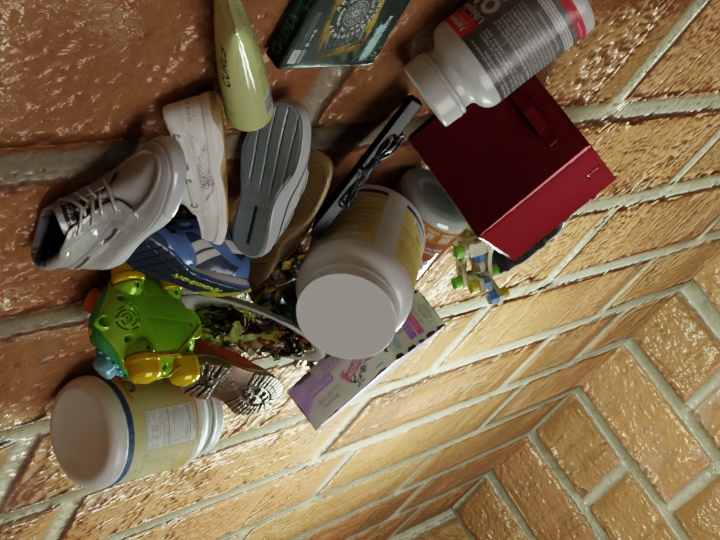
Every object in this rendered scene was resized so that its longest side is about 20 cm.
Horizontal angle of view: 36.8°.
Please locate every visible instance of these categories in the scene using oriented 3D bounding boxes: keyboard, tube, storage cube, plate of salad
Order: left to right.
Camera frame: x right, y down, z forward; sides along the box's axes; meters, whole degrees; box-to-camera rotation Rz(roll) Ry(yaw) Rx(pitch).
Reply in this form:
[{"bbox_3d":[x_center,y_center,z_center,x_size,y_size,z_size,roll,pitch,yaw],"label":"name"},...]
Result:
[{"bbox_3d":[-0.113,-0.198,0.992,0.052,0.058,0.200,-55,169,-18],"label":"tube"},{"bbox_3d":[-0.141,0.082,1.361,0.200,0.198,0.049,75,34,-67],"label":"plate of salad"},{"bbox_3d":[0.007,-0.118,1.266,0.201,0.021,0.127,-52,-171,13],"label":"keyboard"},{"bbox_3d":[0.202,-0.144,1.416,0.179,0.172,0.200,-39,159,12],"label":"storage cube"}]

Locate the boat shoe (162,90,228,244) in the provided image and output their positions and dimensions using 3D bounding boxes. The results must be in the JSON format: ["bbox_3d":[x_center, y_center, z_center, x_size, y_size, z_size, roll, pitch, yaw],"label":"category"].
[{"bbox_3d":[-0.171,-0.101,1.105,0.068,0.071,0.201,-6,141,-9],"label":"boat shoe"}]

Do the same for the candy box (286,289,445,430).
[{"bbox_3d":[0.011,0.122,1.520,0.168,0.072,0.200,-43,173,25],"label":"candy box"}]

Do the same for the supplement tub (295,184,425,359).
[{"bbox_3d":[0.000,0.000,1.342,0.146,0.145,0.201,-49,-167,33],"label":"supplement tub"}]

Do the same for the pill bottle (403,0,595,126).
[{"bbox_3d":[0.150,-0.252,1.196,0.199,0.111,0.111,-37,158,5],"label":"pill bottle"}]

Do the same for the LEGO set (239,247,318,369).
[{"bbox_3d":[-0.100,0.076,1.497,0.153,0.116,0.201,-16,151,-40],"label":"LEGO set"}]

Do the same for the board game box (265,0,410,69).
[{"bbox_3d":[0.005,-0.278,1.040,0.134,0.028,0.201,-13,149,-45],"label":"board game box"}]

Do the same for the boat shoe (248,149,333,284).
[{"bbox_3d":[-0.088,-0.072,1.292,0.200,0.074,0.069,-52,176,33],"label":"boat shoe"}]

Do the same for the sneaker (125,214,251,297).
[{"bbox_3d":[-0.197,-0.030,1.210,0.073,0.083,0.199,-5,162,32],"label":"sneaker"}]

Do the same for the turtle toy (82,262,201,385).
[{"bbox_3d":[-0.251,0.072,1.268,0.100,0.148,0.200,-19,164,22],"label":"turtle toy"}]

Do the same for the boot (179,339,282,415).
[{"bbox_3d":[-0.185,0.128,1.465,0.075,0.107,0.200,-46,141,9],"label":"boot"}]

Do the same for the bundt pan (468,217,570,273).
[{"bbox_3d":[0.246,-0.078,1.746,0.200,0.076,0.202,-29,157,-14],"label":"bundt pan"}]

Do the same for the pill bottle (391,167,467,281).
[{"bbox_3d":[0.052,-0.035,1.498,0.112,0.113,0.200,-8,145,-49],"label":"pill bottle"}]

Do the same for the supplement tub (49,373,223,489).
[{"bbox_3d":[-0.293,0.201,1.438,0.199,0.145,0.145,-5,144,-52],"label":"supplement tub"}]

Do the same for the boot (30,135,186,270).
[{"bbox_3d":[-0.250,-0.057,1.052,0.095,0.074,0.200,-11,155,-44],"label":"boot"}]

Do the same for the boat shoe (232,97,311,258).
[{"bbox_3d":[-0.094,-0.109,1.195,0.067,0.073,0.201,-44,163,-52],"label":"boat shoe"}]

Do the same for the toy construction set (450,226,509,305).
[{"bbox_3d":[0.136,-0.036,1.569,0.092,0.199,0.133,-27,120,-28],"label":"toy construction set"}]
